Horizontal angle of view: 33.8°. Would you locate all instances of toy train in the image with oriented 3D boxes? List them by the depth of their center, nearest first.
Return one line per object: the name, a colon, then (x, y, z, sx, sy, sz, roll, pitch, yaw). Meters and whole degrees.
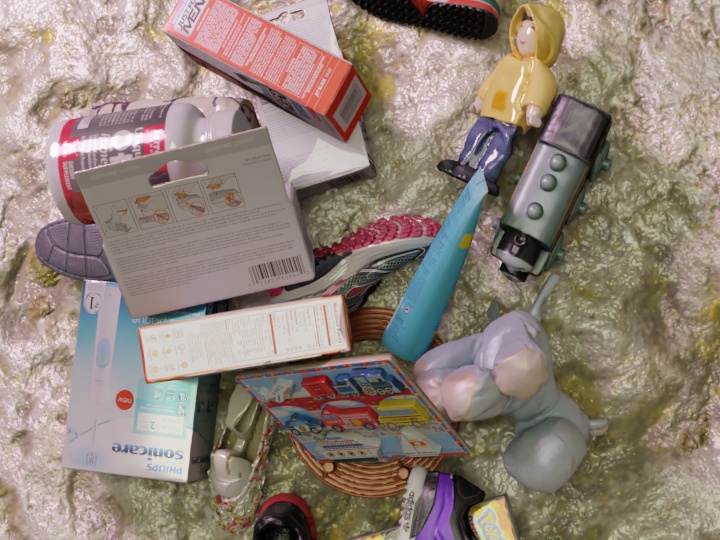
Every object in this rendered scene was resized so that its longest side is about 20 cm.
toy train: (0.193, -0.085, 1.206, 0.084, 0.114, 0.202, 27, 88, 13)

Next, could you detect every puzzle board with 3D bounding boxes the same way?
puzzle board: (-0.010, 0.141, 1.152, 0.198, 0.151, 0.018, -10, 42, 39)

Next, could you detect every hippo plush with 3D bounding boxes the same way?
hippo plush: (0.150, 0.137, 1.187, 0.158, 0.200, 0.162, -23, 105, 24)

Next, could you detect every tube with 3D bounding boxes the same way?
tube: (0.081, -0.005, 1.196, 0.050, 0.078, 0.202, 19, 111, -13)

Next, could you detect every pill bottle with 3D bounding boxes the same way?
pill bottle: (-0.212, -0.112, 1.221, 0.196, 0.111, 0.113, -7, 82, 12)

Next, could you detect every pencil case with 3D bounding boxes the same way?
pencil case: (-0.206, -0.145, 1.310, 0.196, 0.078, 0.091, -1, 81, 11)

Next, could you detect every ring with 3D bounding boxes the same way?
ring: (0.011, 0.139, 1.263, 0.197, 0.019, 0.204, -2, 82, 11)

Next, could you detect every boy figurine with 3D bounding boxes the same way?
boy figurine: (0.158, -0.179, 1.229, 0.064, 0.124, 0.202, 21, 99, -28)

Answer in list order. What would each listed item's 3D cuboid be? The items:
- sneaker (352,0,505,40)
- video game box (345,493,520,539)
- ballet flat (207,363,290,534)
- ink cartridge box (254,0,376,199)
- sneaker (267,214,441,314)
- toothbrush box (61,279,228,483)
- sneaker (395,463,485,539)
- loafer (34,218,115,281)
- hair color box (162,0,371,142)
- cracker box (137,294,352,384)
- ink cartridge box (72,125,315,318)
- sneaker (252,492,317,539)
sneaker: (0.070, -0.323, 1.293, 0.197, 0.071, 0.094, 19, 69, 15)
video game box: (0.092, 0.351, 1.207, 0.179, 0.047, 0.203, -17, 80, 6)
ballet flat: (-0.129, 0.179, 1.261, 0.075, 0.064, 0.203, 11, 85, 28)
ink cartridge box: (-0.058, -0.189, 1.302, 0.107, 0.050, 0.203, -15, 79, 9)
sneaker: (0.000, 0.000, 1.261, 0.197, 0.081, 0.076, -22, 108, 8)
toothbrush box: (-0.230, 0.119, 1.279, 0.144, 0.085, 0.204, 6, 85, 11)
sneaker: (0.080, 0.299, 1.158, 0.098, 0.070, 0.204, 9, 85, 10)
loafer: (-0.262, -0.022, 1.320, 0.196, 0.063, 0.073, 0, 86, 15)
hair color box: (-0.095, -0.214, 1.230, 0.198, 0.111, 0.065, 30, 88, 14)
cracker box: (-0.107, 0.067, 1.163, 0.196, 0.134, 0.059, -8, 86, -1)
ink cartridge box: (-0.160, -0.052, 1.173, 0.196, 0.045, 0.178, -12, 122, 6)
sneaker: (-0.067, 0.331, 1.214, 0.070, 0.098, 0.204, -17, 81, 6)
